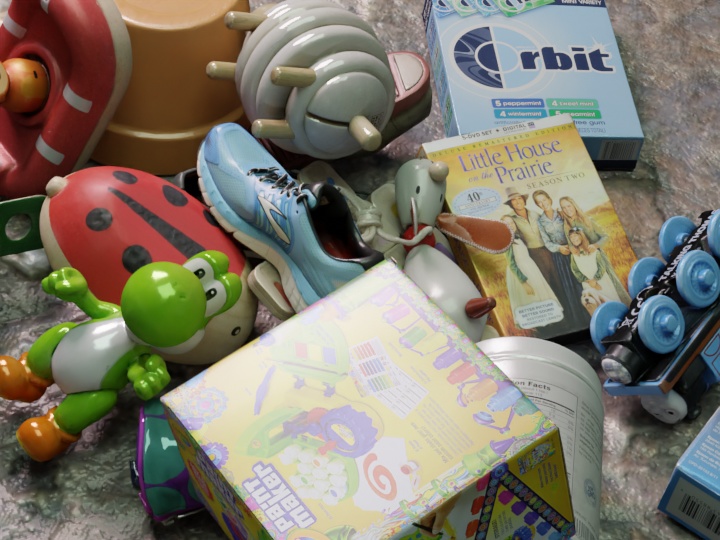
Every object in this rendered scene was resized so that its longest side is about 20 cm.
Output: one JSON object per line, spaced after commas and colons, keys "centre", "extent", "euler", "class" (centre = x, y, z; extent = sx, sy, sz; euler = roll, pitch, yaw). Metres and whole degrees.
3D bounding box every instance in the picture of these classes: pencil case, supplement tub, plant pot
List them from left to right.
{"centre": [-0.174, -0.201, 1.743], "extent": [0.199, 0.140, 0.201], "euler": [5, 49, -6], "class": "plant pot"}
{"centre": [-0.068, 0.141, 1.497], "extent": [0.199, 0.085, 0.093], "euler": [1, 85, -10], "class": "pencil case"}
{"centre": [0.110, 0.163, 1.478], "extent": [0.131, 0.132, 0.200], "euler": [10, 47, -1], "class": "supplement tub"}

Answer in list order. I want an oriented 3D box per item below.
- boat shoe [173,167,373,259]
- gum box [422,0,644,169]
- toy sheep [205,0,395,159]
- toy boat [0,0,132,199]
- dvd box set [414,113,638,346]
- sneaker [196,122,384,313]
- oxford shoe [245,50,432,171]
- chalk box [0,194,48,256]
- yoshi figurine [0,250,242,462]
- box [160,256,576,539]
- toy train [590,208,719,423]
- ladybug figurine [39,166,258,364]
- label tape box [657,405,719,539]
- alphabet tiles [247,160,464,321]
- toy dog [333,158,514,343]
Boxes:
{"centre": [-0.062, -0.050, 1.678], "extent": [0.199, 0.068, 0.072], "euler": [3, 48, -14], "class": "boat shoe"}
{"centre": [0.154, -0.178, 1.844], "extent": [0.169, 0.045, 0.200], "euler": [0, 49, -9], "class": "gum box"}
{"centre": [-0.039, -0.154, 1.646], "extent": [0.137, 0.138, 0.200], "euler": [-15, 46, -21], "class": "toy sheep"}
{"centre": [-0.277, -0.151, 1.633], "extent": [0.130, 0.200, 0.131], "euler": [-2, 41, -50], "class": "toy boat"}
{"centre": [0.147, -0.031, 1.695], "extent": [0.146, 0.029, 0.201], "euler": [-12, 65, -20], "class": "dvd box set"}
{"centre": [-0.045, -0.048, 1.561], "extent": [0.078, 0.090, 0.200], "euler": [-24, 63, -43], "class": "sneaker"}
{"centre": [-0.024, -0.111, 1.741], "extent": [0.199, 0.075, 0.071], "euler": [-25, 54, -3], "class": "oxford shoe"}
{"centre": [-0.343, -0.030, 1.573], "extent": [0.199, 0.125, 0.124], "euler": [1, 49, -8], "class": "chalk box"}
{"centre": [-0.181, 0.050, 1.481], "extent": [0.200, 0.112, 0.112], "euler": [-35, 29, 11], "class": "yoshi figurine"}
{"centre": [0.005, 0.130, 1.359], "extent": [0.192, 0.122, 0.200], "euler": [-31, 49, -15], "class": "box"}
{"centre": [0.270, 0.035, 1.634], "extent": [0.114, 0.087, 0.200], "euler": [51, 60, -18], "class": "toy train"}
{"centre": [-0.158, -0.011, 1.578], "extent": [0.200, 0.072, 0.136], "euler": [35, 54, -16], "class": "ladybug figurine"}
{"centre": [0.343, 0.146, 1.580], "extent": [0.143, 0.066, 0.200], "euler": [32, 49, 17], "class": "label tape box"}
{"centre": [0.000, 0.000, 1.628], "extent": [0.196, 0.015, 0.200], "euler": [48, 43, 7], "class": "alphabet tiles"}
{"centre": [0.066, -0.010, 1.600], "extent": [0.132, 0.096, 0.201], "euler": [-7, 67, -42], "class": "toy dog"}
